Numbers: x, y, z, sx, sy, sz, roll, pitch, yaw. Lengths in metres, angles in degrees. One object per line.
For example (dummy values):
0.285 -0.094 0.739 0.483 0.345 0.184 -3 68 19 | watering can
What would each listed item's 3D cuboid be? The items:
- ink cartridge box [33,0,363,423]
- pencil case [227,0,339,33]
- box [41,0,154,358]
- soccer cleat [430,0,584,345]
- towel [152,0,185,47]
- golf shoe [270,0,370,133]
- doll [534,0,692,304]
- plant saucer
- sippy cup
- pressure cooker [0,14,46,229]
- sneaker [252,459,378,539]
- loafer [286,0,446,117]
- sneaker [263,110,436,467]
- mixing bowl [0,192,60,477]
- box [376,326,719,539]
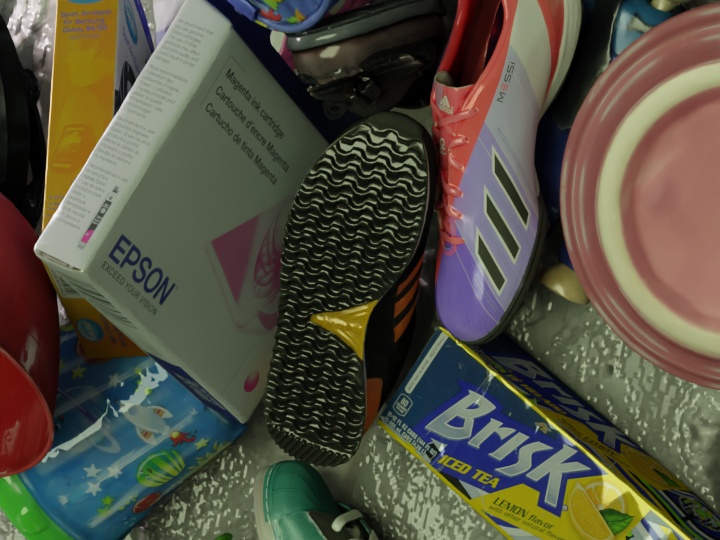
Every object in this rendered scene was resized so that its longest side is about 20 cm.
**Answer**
-0.060 -0.046 1.335 0.043 0.196 0.200 25 78 32 | ink cartridge box
-0.001 -0.177 1.297 0.078 0.200 0.087 39 124 12 | pencil case
-0.138 -0.067 1.397 0.041 0.119 0.201 -4 62 5 | box
0.060 -0.063 1.329 0.068 0.073 0.201 13 92 46 | soccer cleat
-0.094 -0.197 1.436 0.147 0.024 0.201 172 94 -73 | towel
-0.042 -0.157 1.439 0.091 0.075 0.201 4 89 41 | golf shoe
0.137 -0.085 1.347 0.136 0.048 0.201 30 108 24 | doll
0.195 -0.033 1.288 0.200 0.051 0.202 3 102 15 | plant saucer
-0.137 0.079 1.463 0.130 0.140 0.178 -30 120 15 | sippy cup
-0.277 -0.078 1.496 0.179 0.199 0.177 33 123 52 | pressure cooker
0.014 0.186 1.415 0.080 0.071 0.201 -29 83 22 | sneaker
0.014 -0.107 1.335 0.072 0.200 0.063 -12 97 14 | loafer
0.000 0.000 1.364 0.070 0.090 0.201 18 114 11 | sneaker
-0.236 0.012 1.362 0.199 0.200 0.109 1 53 28 | mixing bowl
0.108 0.113 1.360 0.200 0.064 0.070 40 109 21 | box
